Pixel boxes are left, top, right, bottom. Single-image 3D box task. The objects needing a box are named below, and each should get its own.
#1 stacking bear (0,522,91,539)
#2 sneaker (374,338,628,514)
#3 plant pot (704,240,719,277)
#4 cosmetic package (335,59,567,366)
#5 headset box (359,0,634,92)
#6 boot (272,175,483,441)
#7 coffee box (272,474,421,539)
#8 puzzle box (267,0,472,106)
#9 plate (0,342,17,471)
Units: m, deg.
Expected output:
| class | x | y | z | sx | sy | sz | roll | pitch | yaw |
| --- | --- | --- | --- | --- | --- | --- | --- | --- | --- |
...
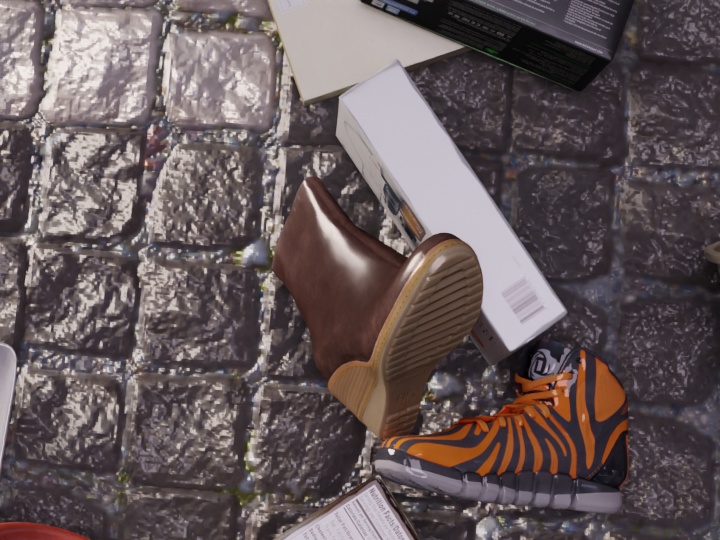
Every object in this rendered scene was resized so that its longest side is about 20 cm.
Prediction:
| class | x | y | z | sx | sy | sz | roll | pitch | yaw |
| --- | --- | --- | --- | --- | --- | --- | --- | --- | --- |
| stacking bear | -0.228 | 0.280 | 1.538 | 0.121 | 0.114 | 0.201 | 18 | 101 | -1 |
| sneaker | 0.098 | 0.099 | 1.556 | 0.199 | 0.077 | 0.113 | 9 | 87 | -37 |
| plant pot | 0.339 | 0.065 | 1.549 | 0.199 | 0.200 | 0.184 | -7 | 96 | -2 |
| cosmetic package | 0.057 | -0.035 | 1.559 | 0.052 | 0.151 | 0.200 | -34 | 85 | -3 |
| headset box | 0.116 | -0.253 | 1.594 | 0.173 | 0.093 | 0.201 | 21 | 78 | -5 |
| boot | 0.000 | 0.000 | 1.517 | 0.072 | 0.200 | 0.167 | -16 | 58 | -28 |
| coffee box | -0.052 | 0.223 | 1.550 | 0.200 | 0.114 | 0.080 | -33 | 86 | -5 |
| puzzle box | -0.010 | -0.231 | 1.640 | 0.133 | 0.025 | 0.201 | -18 | 85 | -3 |
| plate | -0.343 | 0.138 | 1.593 | 0.199 | 0.032 | 0.201 | 7 | 84 | -1 |
